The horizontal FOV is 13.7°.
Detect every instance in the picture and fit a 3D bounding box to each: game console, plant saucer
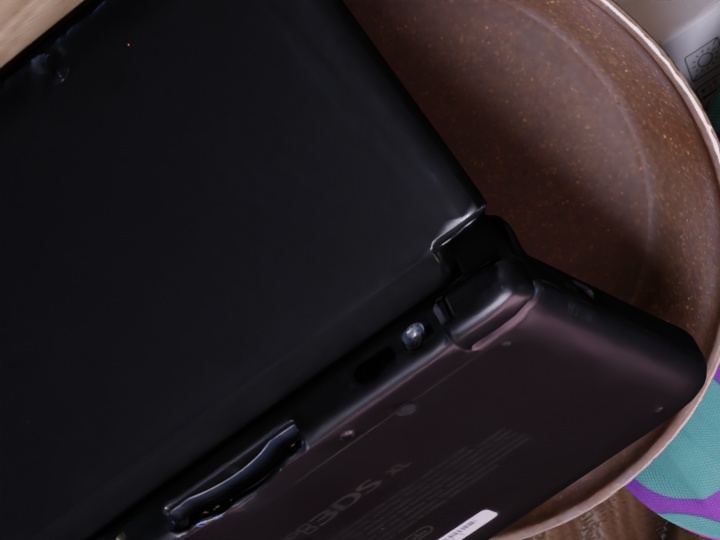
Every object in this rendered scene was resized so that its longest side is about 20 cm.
[{"bbox_3d":[-0.036,0.020,0.837,0.200,0.117,0.176,-35,149,22],"label":"game console"},{"bbox_3d":[0.010,-0.012,0.865,0.200,0.201,0.037,-36,-164,22],"label":"plant saucer"}]

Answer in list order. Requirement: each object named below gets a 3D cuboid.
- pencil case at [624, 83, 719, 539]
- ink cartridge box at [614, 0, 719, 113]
[{"bbox_3d":[0.137,-0.016,0.882,0.092,0.085,0.201,-4,132,-33],"label":"pencil case"},{"bbox_3d":[0.147,-0.140,0.921,0.199,0.109,0.050,-34,142,-3],"label":"ink cartridge box"}]
